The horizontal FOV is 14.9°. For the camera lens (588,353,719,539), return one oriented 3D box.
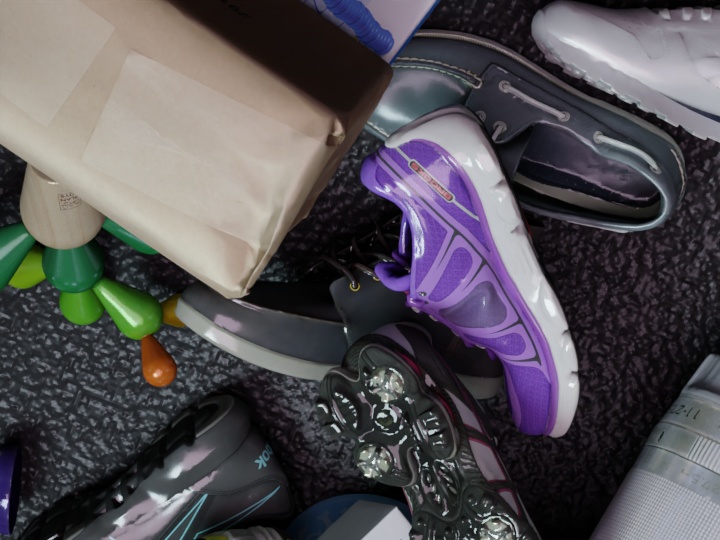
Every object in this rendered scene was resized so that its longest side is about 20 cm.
[{"bbox_3d":[0.201,0.167,1.470,0.160,0.160,0.200,33,83,-10],"label":"camera lens"}]

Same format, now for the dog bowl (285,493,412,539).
[{"bbox_3d":[-0.021,0.224,1.592,0.111,0.050,0.200,29,111,-9],"label":"dog bowl"}]

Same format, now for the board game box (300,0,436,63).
[{"bbox_3d":[-0.071,-0.154,1.417,0.196,0.056,0.200,38,109,0],"label":"board game box"}]

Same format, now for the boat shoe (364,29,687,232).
[{"bbox_3d":[0.079,-0.072,1.464,0.199,0.062,0.073,20,114,-4],"label":"boat shoe"}]

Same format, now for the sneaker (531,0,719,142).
[{"bbox_3d":[0.187,-0.110,1.447,0.199,0.076,0.081,20,100,-10],"label":"sneaker"}]

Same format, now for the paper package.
[{"bbox_3d":[-0.098,-0.097,1.301,0.200,0.191,0.104,34,105,0],"label":"paper package"}]

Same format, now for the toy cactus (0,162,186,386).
[{"bbox_3d":[-0.157,-0.007,1.463,0.199,0.103,0.165,-5,150,-4],"label":"toy cactus"}]

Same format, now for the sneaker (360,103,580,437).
[{"bbox_3d":[0.056,0.005,1.433,0.083,0.081,0.201,-24,118,3],"label":"sneaker"}]

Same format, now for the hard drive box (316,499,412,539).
[{"bbox_3d":[0.018,0.249,1.474,0.156,0.077,0.200,-44,99,-13],"label":"hard drive box"}]

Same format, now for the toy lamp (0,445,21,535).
[{"bbox_3d":[-0.294,0.118,1.562,0.199,0.058,0.058,6,112,0],"label":"toy lamp"}]

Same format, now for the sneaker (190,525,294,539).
[{"bbox_3d":[-0.100,0.230,1.537,0.076,0.075,0.201,9,106,-33],"label":"sneaker"}]

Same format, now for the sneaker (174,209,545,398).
[{"bbox_3d":[0.000,0.000,1.477,0.199,0.075,0.107,8,107,-30],"label":"sneaker"}]

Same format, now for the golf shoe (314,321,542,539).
[{"bbox_3d":[0.057,0.116,1.424,0.077,0.088,0.201,-23,100,27],"label":"golf shoe"}]

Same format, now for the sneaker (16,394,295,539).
[{"bbox_3d":[-0.128,0.155,1.558,0.200,0.075,0.079,-34,108,15],"label":"sneaker"}]
